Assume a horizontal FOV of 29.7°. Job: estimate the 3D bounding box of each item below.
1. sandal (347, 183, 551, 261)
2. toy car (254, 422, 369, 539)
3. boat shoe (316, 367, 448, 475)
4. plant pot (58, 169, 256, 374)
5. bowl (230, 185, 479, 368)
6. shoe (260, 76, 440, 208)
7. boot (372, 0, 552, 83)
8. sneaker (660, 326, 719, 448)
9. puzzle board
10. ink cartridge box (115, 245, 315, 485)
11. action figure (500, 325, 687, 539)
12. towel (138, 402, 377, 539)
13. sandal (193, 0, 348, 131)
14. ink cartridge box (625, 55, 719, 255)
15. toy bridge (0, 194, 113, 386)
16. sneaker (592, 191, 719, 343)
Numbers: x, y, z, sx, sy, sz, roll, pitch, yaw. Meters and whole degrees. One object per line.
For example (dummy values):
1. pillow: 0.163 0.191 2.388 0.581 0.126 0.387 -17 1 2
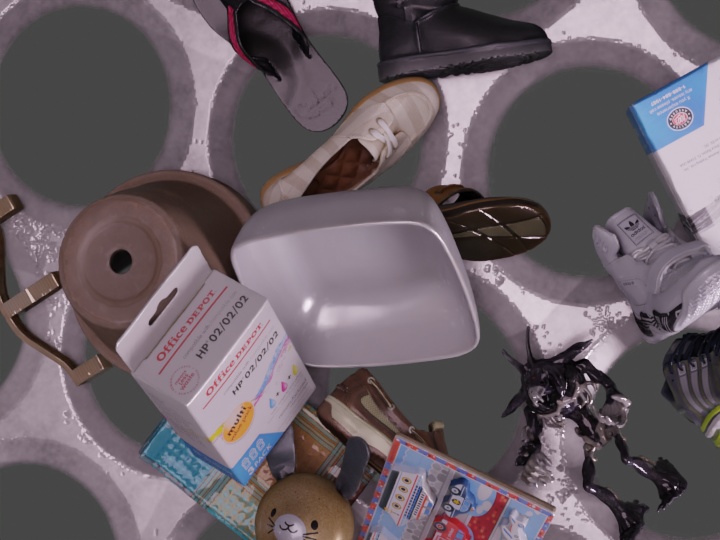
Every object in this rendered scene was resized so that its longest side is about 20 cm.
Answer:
1. sandal: 0.074 -0.046 1.244 0.197 0.082 0.055 -8 56 19
2. toy car: -0.059 0.239 1.217 0.162 0.158 0.203 13 89 19
3. boat shoe: 0.056 0.170 1.250 0.202 0.075 0.075 43 76 -3
4. plant pot: -0.187 -0.002 1.214 0.197 0.175 0.204 -1 84 10
5. bowl: 0.000 0.000 1.204 0.197 0.201 0.075 -7 49 16
6. shoe: -0.006 -0.099 1.241 0.199 0.054 0.070 -37 124 14
7. boot: 0.083 -0.282 1.231 0.162 0.066 0.204 -6 87 7
8. sneaker: 0.300 0.081 1.157 0.080 0.201 0.074 28 60 18
9. puzzle board: 0.077 0.238 1.212 0.149 0.017 0.201 24 137 7
10. ink cartridge box: -0.119 0.084 1.158 0.067 0.201 0.116 26 68 29
11. action figure: 0.198 0.144 1.211 0.200 0.102 0.119 47 110 2
12. towel: -0.098 0.179 1.297 0.199 0.022 0.147 38 98 5
13. sandal: -0.085 -0.217 1.263 0.075 0.045 0.201 -41 86 9
14. ink cartridge box: 0.341 -0.087 1.185 0.144 0.084 0.202 -27 88 8
15. toy bridge: -0.318 0.024 1.320 0.067 0.027 0.202 -31 88 10
16. sneaker: 0.254 -0.008 1.150 0.074 0.200 0.116 -30 82 -6
